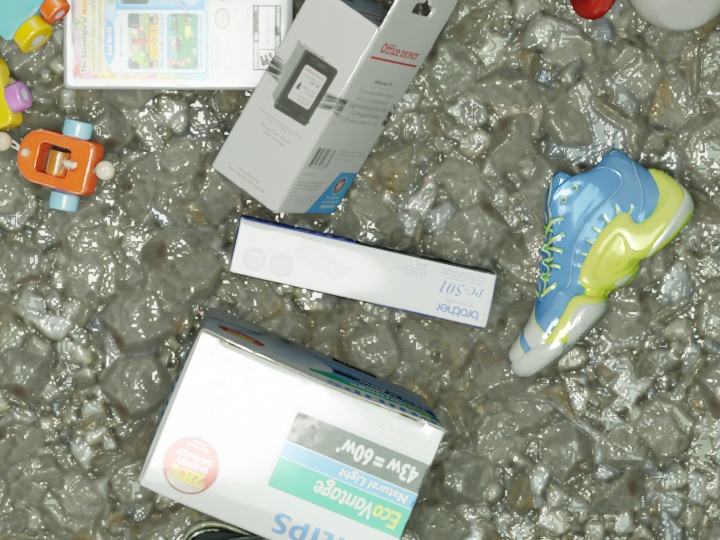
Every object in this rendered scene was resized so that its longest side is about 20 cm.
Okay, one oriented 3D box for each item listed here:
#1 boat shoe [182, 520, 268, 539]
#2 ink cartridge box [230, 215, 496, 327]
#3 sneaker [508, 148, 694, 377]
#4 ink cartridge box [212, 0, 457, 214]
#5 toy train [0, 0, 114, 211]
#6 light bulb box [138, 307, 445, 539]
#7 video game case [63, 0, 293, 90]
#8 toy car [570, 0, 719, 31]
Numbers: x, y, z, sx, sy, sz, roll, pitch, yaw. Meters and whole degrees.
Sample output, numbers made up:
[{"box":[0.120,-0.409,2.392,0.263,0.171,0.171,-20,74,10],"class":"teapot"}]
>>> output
[{"box":[-0.047,0.250,1.656,0.198,0.066,0.075,24,91,-4],"class":"boat shoe"},{"box":[0.000,0.000,1.624,0.198,0.094,0.045,12,92,-4],"class":"ink cartridge box"},{"box":[0.166,-0.013,1.660,0.105,0.076,0.200,43,83,7],"class":"sneaker"},{"box":[-0.017,-0.144,1.589,0.067,0.116,0.201,35,103,19],"class":"ink cartridge box"},{"box":[-0.240,-0.152,1.616,0.149,0.056,0.202,10,94,18],"class":"toy train"},{"box":[-0.053,0.127,1.583,0.197,0.200,0.126,23,92,-5],"class":"light bulb box"},{"box":[-0.143,-0.243,1.647,0.180,0.024,0.202,0,94,-3],"class":"video game case"},{"box":[0.185,-0.265,1.604,0.199,0.176,0.150,27,136,-32],"class":"toy car"}]
